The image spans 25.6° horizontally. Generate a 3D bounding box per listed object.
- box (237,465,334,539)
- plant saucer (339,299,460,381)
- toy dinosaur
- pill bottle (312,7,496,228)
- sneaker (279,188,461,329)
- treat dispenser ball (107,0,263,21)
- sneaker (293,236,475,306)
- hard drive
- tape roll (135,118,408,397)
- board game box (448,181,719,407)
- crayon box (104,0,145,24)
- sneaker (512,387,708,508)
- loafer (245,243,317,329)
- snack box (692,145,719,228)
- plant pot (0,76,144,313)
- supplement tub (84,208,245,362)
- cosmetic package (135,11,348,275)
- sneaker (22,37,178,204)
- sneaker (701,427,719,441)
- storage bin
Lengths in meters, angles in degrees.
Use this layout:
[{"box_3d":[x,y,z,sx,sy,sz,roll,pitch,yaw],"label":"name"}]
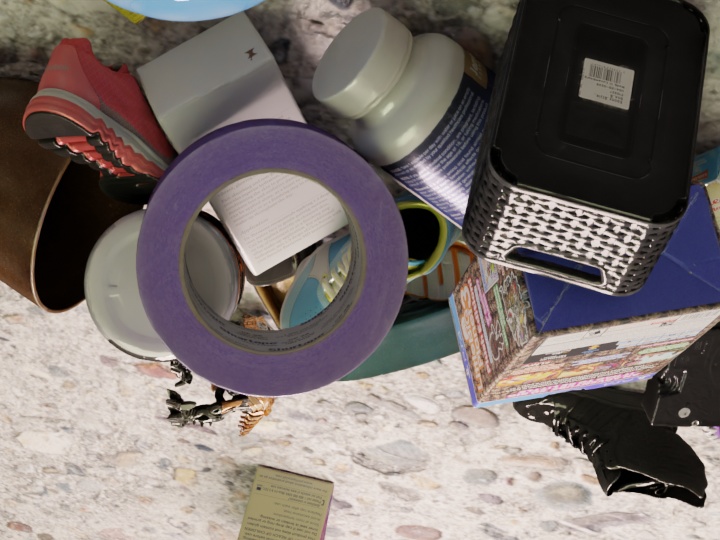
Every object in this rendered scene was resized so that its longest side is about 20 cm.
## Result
[{"box_3d":[-0.103,0.366,1.883,0.096,0.201,0.176,13,146,3],"label":"box"},{"box_3d":[0.058,0.048,1.412,0.199,0.200,0.036,-15,96,36],"label":"plant saucer"},{"box_3d":[-0.130,0.119,1.638,0.135,0.102,0.201,-4,123,-2],"label":"toy dinosaur"},{"box_3d":[0.064,-0.109,1.206,0.200,0.111,0.111,34,142,-27],"label":"pill bottle"},{"box_3d":[0.000,0.000,1.310,0.200,0.131,0.080,-44,90,12],"label":"sneaker"},{"box_3d":[-0.110,-0.256,0.980,0.199,0.202,0.201,10,146,7],"label":"treat dispenser ball"},{"box_3d":[0.042,-0.004,1.412,0.199,0.079,0.077,-9,172,19],"label":"sneaker"},{"box_3d":[0.346,0.068,1.330,0.199,0.038,0.140,2,123,-11],"label":"hard drive"},{"box_3d":[-0.067,-0.012,1.186,0.199,0.201,0.085,21,-175,-9],"label":"tape roll"},{"box_3d":[0.171,0.023,1.213,0.158,0.097,0.200,-8,162,-12],"label":"board game box"},{"box_3d":[-0.195,-0.273,1.123,0.200,0.051,0.127,36,141,-29],"label":"crayon box"},{"box_3d":[0.241,0.170,1.548,0.198,0.105,0.060,6,146,13],"label":"sneaker"},{"box_3d":[-0.077,-0.015,1.432,0.072,0.073,0.200,-3,142,27],"label":"loafer"},{"box_3d":[0.254,-0.027,1.318,0.116,0.037,0.199,34,142,-29],"label":"snack box"},{"box_3d":[-0.306,-0.090,1.346,0.199,0.187,0.187,24,149,15],"label":"plant pot"},{"box_3d":[-0.159,0.007,1.329,0.122,0.123,0.200,17,-177,-3],"label":"supplement tub"},{"box_3d":[-0.090,-0.099,1.280,0.101,0.071,0.200,-29,138,-2],"label":"cosmetic package"},{"box_3d":[-0.180,-0.113,1.234,0.073,0.087,0.200,1,160,25],"label":"sneaker"},{"box_3d":[0.342,0.085,1.417,0.088,0.081,0.201,-5,141,15],"label":"sneaker"},{"box_3d":[0.157,-0.099,1.102,0.134,0.201,0.094,15,148,0],"label":"storage bin"}]
